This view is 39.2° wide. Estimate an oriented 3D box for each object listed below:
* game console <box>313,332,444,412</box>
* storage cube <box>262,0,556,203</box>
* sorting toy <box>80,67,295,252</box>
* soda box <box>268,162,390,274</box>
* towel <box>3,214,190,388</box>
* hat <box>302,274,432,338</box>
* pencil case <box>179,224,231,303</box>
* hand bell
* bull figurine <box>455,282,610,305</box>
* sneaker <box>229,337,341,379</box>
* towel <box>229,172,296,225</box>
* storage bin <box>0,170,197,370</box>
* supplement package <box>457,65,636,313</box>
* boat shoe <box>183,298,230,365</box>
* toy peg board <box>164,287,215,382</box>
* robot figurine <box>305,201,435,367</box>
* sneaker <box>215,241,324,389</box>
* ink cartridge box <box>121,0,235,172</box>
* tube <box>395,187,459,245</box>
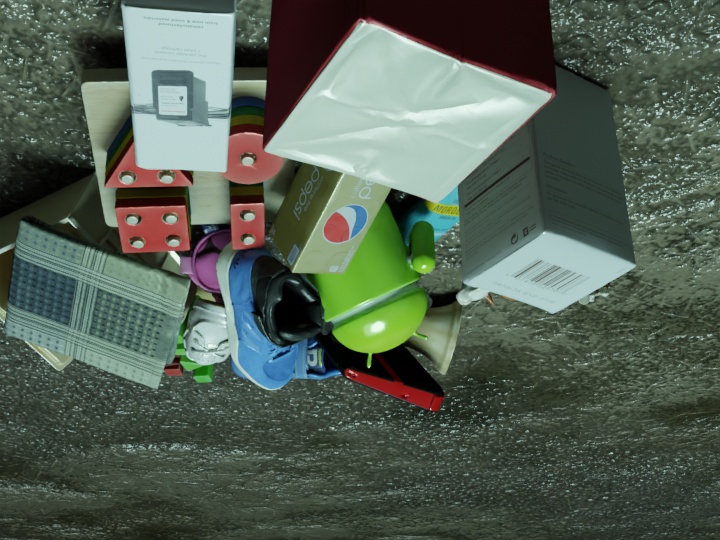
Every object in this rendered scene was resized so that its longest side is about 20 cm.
[{"bbox_3d":[0.010,0.115,1.352,0.175,0.200,0.031,20,104,-31],"label":"game console"},{"bbox_3d":[0.033,-0.189,0.797,0.169,0.182,0.200,15,149,-24],"label":"storage cube"},{"bbox_3d":[-0.161,-0.098,0.990,0.197,0.070,0.200,-2,142,-7],"label":"sorting toy"},{"bbox_3d":[-0.013,-0.092,0.974,0.067,0.064,0.201,2,131,-38],"label":"soda box"},{"bbox_3d":[-0.293,0.037,1.125,0.198,0.035,0.194,22,132,-5],"label":"towel"},{"bbox_3d":[-0.009,0.049,1.267,0.198,0.082,0.201,14,170,3],"label":"hat"},{"bbox_3d":[-0.153,0.010,1.222,0.092,0.092,0.200,-13,164,-1],"label":"pencil case"},{"bbox_3d":[0.031,0.066,1.377,0.198,0.105,0.104,15,150,-1],"label":"hand bell"},{"bbox_3d":[0.219,0.012,1.258,0.197,0.066,0.121,-6,-175,-5],"label":"bull figurine"},{"bbox_3d":[-0.088,0.120,1.444,0.197,0.075,0.082,-5,-177,-6],"label":"sneaker"},{"bbox_3d":[-0.173,-0.108,1.082,0.198,0.049,0.111,20,145,-30],"label":"towel"},{"bbox_3d":[-0.328,0.009,1.187,0.198,0.094,0.199,-19,126,29],"label":"storage bin"},{"bbox_3d":[0.170,-0.083,0.964,0.116,0.202,0.117,17,147,-28],"label":"supplement package"},{"bbox_3d":[-0.175,0.079,1.201,0.070,0.070,0.200,18,166,-10],"label":"boat shoe"},{"bbox_3d":[-0.289,0.079,1.370,0.196,0.099,0.201,-3,151,6],"label":"toy peg board"},{"bbox_3d":[0.000,0.000,1.113,0.174,0.202,0.116,-26,176,21],"label":"robot figurine"},{"bbox_3d":[-0.087,0.068,1.090,0.111,0.076,0.202,28,139,40],"label":"sneaker"},{"bbox_3d":[-0.143,-0.195,0.822,0.082,0.147,0.201,2,151,-8],"label":"ink cartridge box"},{"bbox_3d":[0.079,-0.059,1.175,0.077,0.051,0.200,-3,154,-36],"label":"tube"}]
